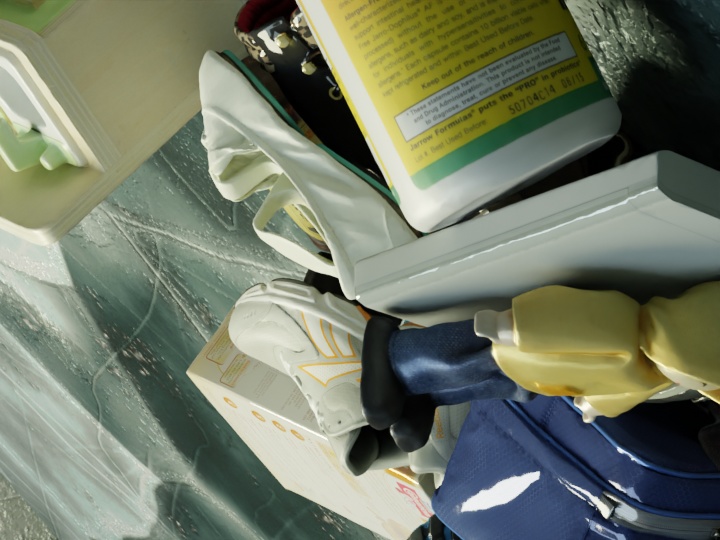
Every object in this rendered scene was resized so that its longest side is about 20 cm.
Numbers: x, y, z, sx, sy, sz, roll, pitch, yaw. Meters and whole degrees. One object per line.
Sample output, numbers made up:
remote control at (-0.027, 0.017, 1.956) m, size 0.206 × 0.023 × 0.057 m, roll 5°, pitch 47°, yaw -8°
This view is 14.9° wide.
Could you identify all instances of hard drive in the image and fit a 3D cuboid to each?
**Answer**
hard drive at (0.112, -0.004, 1.320) m, size 0.132 × 0.026 × 0.200 m, roll 19°, pitch 153°, yaw -39°

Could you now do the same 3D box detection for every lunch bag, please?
lunch bag at (0.143, 0.110, 1.482) m, size 0.135 × 0.133 × 0.200 m, roll 4°, pitch -158°, yaw -34°

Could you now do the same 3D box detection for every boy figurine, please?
boy figurine at (0.105, 0.046, 1.328) m, size 0.199 × 0.065 × 0.124 m, roll -5°, pitch 155°, yaw 23°

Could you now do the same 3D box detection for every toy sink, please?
toy sink at (-0.174, -0.132, 1.639) m, size 0.130 × 0.200 × 0.112 m, roll 23°, pitch 152°, yaw 52°

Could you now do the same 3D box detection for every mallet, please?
mallet at (0.000, 0.000, 1.606) m, size 0.066 × 0.041 × 0.200 m, roll 19°, pitch 168°, yaw 1°

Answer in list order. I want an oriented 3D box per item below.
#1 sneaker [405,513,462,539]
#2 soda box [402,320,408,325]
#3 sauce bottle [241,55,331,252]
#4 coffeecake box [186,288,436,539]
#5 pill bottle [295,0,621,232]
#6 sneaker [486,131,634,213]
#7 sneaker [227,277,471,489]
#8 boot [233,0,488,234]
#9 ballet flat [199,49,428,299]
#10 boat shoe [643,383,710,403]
sneaker at (0.112, 0.151, 1.640) m, size 0.087 × 0.199 × 0.075 m, roll -176°, pitch 68°, yaw -78°
soda box at (0.070, 0.032, 1.665) m, size 0.068 × 0.064 × 0.200 m, roll 43°, pitch 162°, yaw 7°
sauce bottle at (-0.017, -0.053, 1.675) m, size 0.066 × 0.066 × 0.200 m, roll 28°, pitch 165°, yaw 44°
coffeecake box at (0.011, 0.108, 1.723) m, size 0.200 × 0.073 × 0.154 m, roll 23°, pitch 160°, yaw 38°
pill bottle at (0.030, -0.130, 1.275) m, size 0.201 × 0.112 × 0.113 m, roll 63°, pitch 163°, yaw 3°
sneaker at (0.122, -0.031, 1.415) m, size 0.070 × 0.076 × 0.200 m, roll 47°, pitch -174°, yaw 21°
sneaker at (-0.010, 0.069, 1.609) m, size 0.199 × 0.092 × 0.076 m, roll 16°, pitch 161°, yaw 38°
boot at (0.014, -0.093, 1.513) m, size 0.151 × 0.073 × 0.200 m, roll 52°, pitch 167°, yaw -19°
ballet flat at (-0.044, -0.053, 1.517) m, size 0.200 × 0.069 × 0.070 m, roll 43°, pitch 164°, yaw 35°
boat shoe at (0.191, 0.042, 1.368) m, size 0.068 × 0.072 × 0.200 m, roll 35°, pitch 153°, yaw -27°
